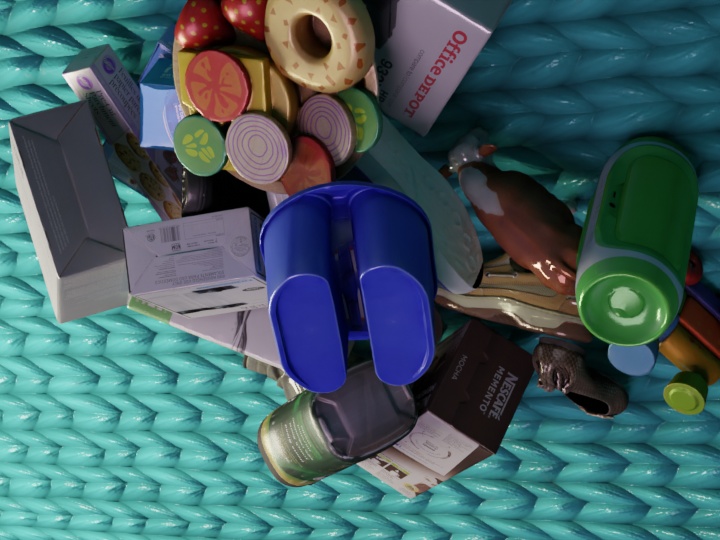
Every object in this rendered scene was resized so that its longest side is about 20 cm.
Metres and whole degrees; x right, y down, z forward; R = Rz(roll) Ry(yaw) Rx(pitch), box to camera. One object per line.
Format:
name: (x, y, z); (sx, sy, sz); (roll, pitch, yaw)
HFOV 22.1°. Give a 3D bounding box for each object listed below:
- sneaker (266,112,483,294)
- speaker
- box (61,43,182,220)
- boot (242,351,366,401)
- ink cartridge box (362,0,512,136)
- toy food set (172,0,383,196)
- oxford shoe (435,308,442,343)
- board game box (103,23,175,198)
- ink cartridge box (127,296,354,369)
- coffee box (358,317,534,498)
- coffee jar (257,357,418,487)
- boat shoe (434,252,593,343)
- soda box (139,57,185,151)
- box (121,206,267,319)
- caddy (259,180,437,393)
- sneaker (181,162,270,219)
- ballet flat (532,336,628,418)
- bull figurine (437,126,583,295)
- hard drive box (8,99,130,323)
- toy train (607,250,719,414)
sneaker: (-0.002, -0.043, 1.588); (0.146, 0.081, 0.200); (-25, 114, 35)
speaker: (0.225, -0.027, 1.495); (0.088, 0.200, 0.089); (8, 127, 11)
box: (-0.205, -0.120, 1.727); (0.041, 0.039, 0.200); (-7, 128, 36)
boot: (-0.068, 0.125, 1.955); (0.130, 0.068, 0.200); (32, 135, 7)
ink cartridge box: (0.010, -0.225, 1.512); (0.200, 0.084, 0.145); (31, 140, -3)
toy food set: (-0.070, -0.149, 1.489); (0.199, 0.049, 0.199); (8, 113, 26)
oxford shoe: (0.000, 0.000, 1.750); (0.200, 0.071, 0.071); (55, 172, 4)
board game box: (-0.156, -0.125, 1.752); (0.151, 0.037, 0.200); (34, 141, -5)
ink cartridge box: (-0.107, 0.038, 1.807); (0.199, 0.085, 0.146); (22, 180, 10)
coffee box: (0.081, 0.138, 1.799); (0.080, 0.113, 0.200); (33, 153, -8)
coffee jar: (-0.027, 0.149, 1.763); (0.086, 0.104, 0.200); (62, 155, 4)
boat shoe: (0.141, 0.012, 1.705); (0.200, 0.076, 0.072); (13, -179, 41)
soda box: (-0.092, -0.139, 1.635); (0.199, 0.068, 0.064); (7, 116, 8)
box: (-0.127, -0.003, 1.638); (0.116, 0.060, 0.200); (-9, 172, 7)
caddy: (-0.007, 0.010, 1.510); (0.141, 0.105, 0.200); (-6, 141, 2)
sneaker: (-0.107, -0.070, 1.637); (0.104, 0.060, 0.200); (1, 177, -5)
ballet flat: (0.202, 0.110, 1.721); (0.067, 0.047, 0.200); (11, 167, 24)
bull figurine: (0.150, -0.043, 1.589); (0.121, 0.200, 0.065); (16, 120, -44)
hard drive box: (-0.271, -0.051, 1.734); (0.200, 0.077, 0.156); (127, 126, -74)
toy train: (0.306, 0.083, 1.637); (0.200, 0.116, 0.085); (41, 139, -14)
